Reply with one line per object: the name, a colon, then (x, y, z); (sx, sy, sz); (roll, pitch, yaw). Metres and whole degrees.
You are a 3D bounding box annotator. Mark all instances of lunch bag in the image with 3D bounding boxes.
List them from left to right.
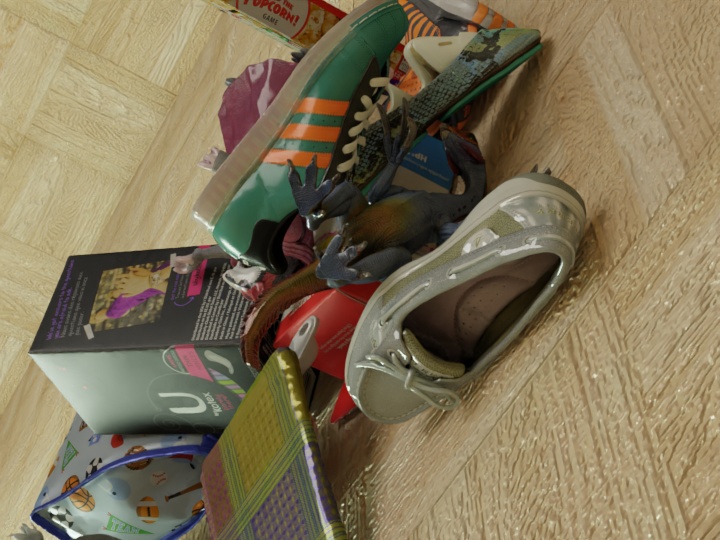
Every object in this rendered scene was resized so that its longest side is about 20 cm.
lunch bag: (-0.170, 0.151, 1.275); (0.200, 0.124, 0.170); (-36, 26, 31)

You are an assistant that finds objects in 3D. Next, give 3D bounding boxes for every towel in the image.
towel: (-0.057, 0.164, 0.964); (0.144, 0.023, 0.200); (-55, 38, 33)

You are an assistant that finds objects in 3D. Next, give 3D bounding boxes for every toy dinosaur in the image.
toy dinosaur: (0.016, -0.039, 0.933); (0.200, 0.105, 0.181); (-40, -16, 22)

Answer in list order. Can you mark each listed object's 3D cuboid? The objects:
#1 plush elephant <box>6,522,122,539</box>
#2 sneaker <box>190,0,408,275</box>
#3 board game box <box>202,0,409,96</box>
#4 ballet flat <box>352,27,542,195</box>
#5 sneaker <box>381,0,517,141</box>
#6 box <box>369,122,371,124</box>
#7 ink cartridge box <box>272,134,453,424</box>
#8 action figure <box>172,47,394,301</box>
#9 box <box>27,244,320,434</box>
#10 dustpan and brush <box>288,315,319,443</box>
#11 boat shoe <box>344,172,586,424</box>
plush elephant: (-0.209, 0.301, 1.152); (0.200, 0.155, 0.165); (14, 32, 43)
sneaker: (-0.023, -0.085, 0.945); (0.200, 0.080, 0.071); (-51, -6, 15)
board game box: (-0.047, -0.224, 1.335); (0.046, 0.200, 0.151); (-63, 16, 4)
ballet flat: (0.037, -0.122, 1.007); (0.200, 0.074, 0.074); (-40, 13, -9)
sneaker: (0.049, -0.165, 1.152); (0.112, 0.077, 0.200); (-61, 15, 6)
box: (-0.061, -0.095, 1.367); (0.125, 0.097, 0.200); (-64, 15, -2)
ink cartridge box: (0.000, 0.000, 1.067); (0.116, 0.067, 0.200); (-43, 26, 54)
action figure: (-0.059, -0.056, 1.083); (0.134, 0.148, 0.201); (132, 140, -64)
box: (-0.142, 0.057, 1.160); (0.199, 0.122, 0.106); (-4, 49, 23)
dustpan and brush: (-0.061, 0.117, 1.048); (0.200, 0.057, 0.140); (-57, 29, 23)
boat shoe: (0.055, 0.028, 0.835); (0.202, 0.074, 0.065); (-45, 19, 34)
